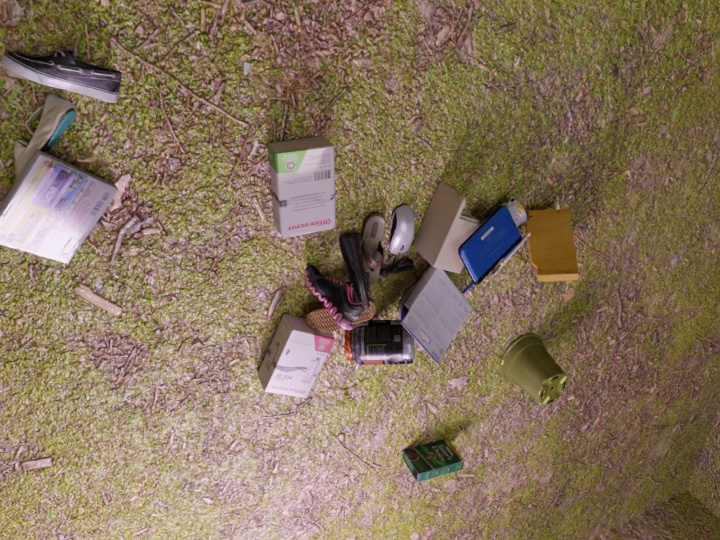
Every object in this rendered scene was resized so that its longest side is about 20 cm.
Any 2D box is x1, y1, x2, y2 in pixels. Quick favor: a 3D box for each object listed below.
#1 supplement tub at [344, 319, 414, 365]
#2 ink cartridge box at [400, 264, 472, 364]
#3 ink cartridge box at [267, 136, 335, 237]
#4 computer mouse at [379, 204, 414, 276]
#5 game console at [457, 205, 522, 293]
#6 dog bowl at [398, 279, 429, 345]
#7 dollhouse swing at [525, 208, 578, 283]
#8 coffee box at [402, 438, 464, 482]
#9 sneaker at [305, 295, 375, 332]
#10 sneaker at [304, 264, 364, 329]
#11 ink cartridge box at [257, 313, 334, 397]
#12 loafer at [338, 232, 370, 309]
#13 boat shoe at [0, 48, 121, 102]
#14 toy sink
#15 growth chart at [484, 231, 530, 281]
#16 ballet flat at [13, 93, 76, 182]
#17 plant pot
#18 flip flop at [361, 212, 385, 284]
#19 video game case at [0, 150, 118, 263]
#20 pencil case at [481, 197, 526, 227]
[{"bbox_3d":[0.055,0.204,1.590,0.192,0.124,0.126,-2,123,7],"label":"supplement tub"},{"bbox_3d":[0.209,0.122,1.581,0.200,0.040,0.202,47,70,-30],"label":"ink cartridge box"},{"bbox_3d":[-0.136,-0.198,1.324,0.141,0.084,0.206,-11,121,-21],"label":"ink cartridge box"},{"bbox_3d":[0.111,-0.078,1.545,0.106,0.044,0.206,-7,120,-24],"label":"computer mouse"},{"bbox_3d":[0.341,-0.055,1.556,0.199,0.117,0.173,-41,113,-18],"label":"game console"},{"bbox_3d":[0.214,0.126,1.692,0.194,0.079,0.206,-13,122,-20],"label":"dog bowl"},{"bbox_3d":[0.585,-0.060,1.738,0.175,0.207,0.176,-3,163,-1],"label":"dollhouse swing"},{"bbox_3d":[0.259,0.673,1.997,0.194,0.123,0.045,-5,117,-23],"label":"coffee box"},{"bbox_3d":[-0.057,0.111,1.539,0.193,0.090,0.077,-9,112,-9],"label":"sneaker"},{"bbox_3d":[-0.063,0.052,1.449,0.095,0.201,0.079,-44,167,11],"label":"sneaker"},{"bbox_3d":[-0.178,0.240,1.548,0.143,0.083,0.204,16,108,-33],"label":"ink cartridge box"},{"bbox_3d":[0.000,0.000,1.471,0.061,0.072,0.207,-17,92,-19],"label":"loafer"},{"bbox_3d":[-0.540,-0.371,1.025,0.195,0.072,0.069,10,115,-34],"label":"boat shoe"},{"bbox_3d":[0.250,-0.118,1.543,0.109,0.131,0.205,11,111,-31],"label":"toy sink"},{"bbox_3d":[0.443,-0.041,1.679,0.145,0.018,0.201,-46,170,-11],"label":"growth chart"},{"bbox_3d":[-0.616,-0.245,1.068,0.069,0.069,0.202,30,98,-36],"label":"ballet flat"},{"bbox_3d":[0.620,0.360,1.968,0.194,0.185,0.206,-12,123,-20],"label":"plant pot"},{"bbox_3d":[0.035,-0.053,1.511,0.079,0.058,0.206,-2,117,-26],"label":"flip flop"},{"bbox_3d":[-0.612,-0.119,1.118,0.202,0.022,0.181,-52,151,7],"label":"video game case"},{"bbox_3d":[0.393,-0.124,1.640,0.198,0.084,0.091,-39,150,-1],"label":"pencil case"}]
